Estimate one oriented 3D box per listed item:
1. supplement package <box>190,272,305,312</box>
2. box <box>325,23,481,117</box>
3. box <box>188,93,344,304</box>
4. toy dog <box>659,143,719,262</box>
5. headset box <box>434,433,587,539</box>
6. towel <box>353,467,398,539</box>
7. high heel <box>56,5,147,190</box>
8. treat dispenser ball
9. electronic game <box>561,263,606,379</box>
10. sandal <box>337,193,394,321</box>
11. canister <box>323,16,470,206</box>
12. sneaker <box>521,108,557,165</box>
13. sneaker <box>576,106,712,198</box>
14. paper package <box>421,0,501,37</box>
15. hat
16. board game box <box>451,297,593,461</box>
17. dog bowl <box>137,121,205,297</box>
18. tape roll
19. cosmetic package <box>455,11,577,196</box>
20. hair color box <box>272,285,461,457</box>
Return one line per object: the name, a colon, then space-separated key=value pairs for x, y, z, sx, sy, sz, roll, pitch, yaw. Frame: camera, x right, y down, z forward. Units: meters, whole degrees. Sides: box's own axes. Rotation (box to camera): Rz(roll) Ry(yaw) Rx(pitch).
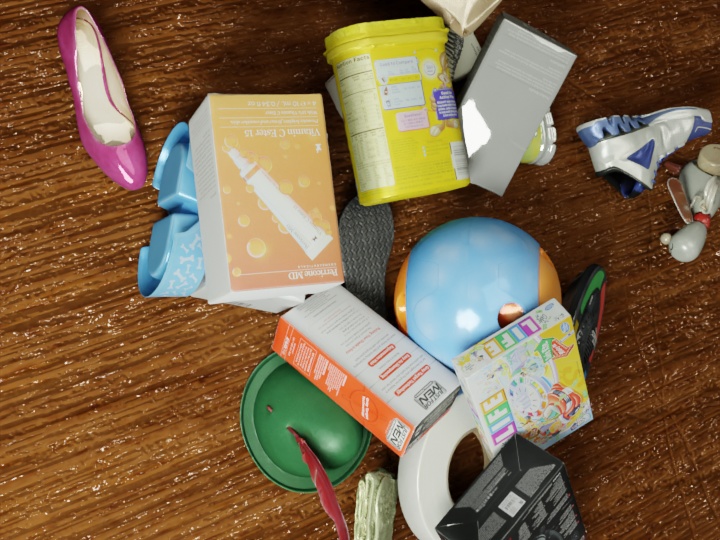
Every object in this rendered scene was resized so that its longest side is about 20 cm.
supplement package: x=-0.117 y=-0.064 z=1.087 sx=0.113 sy=0.109 sz=0.202 roll=13 pitch=77 yaw=-20
box: x=0.060 y=-0.255 z=1.215 sx=0.199 sy=0.068 sz=0.083 roll=-33 pitch=96 yaw=-24
box: x=-0.100 y=-0.074 z=0.982 sx=0.124 sy=0.097 sz=0.202 roll=-5 pitch=84 yaw=-23
toy dog: x=0.463 y=-0.104 z=1.341 sx=0.200 sy=0.096 sz=0.133 roll=-39 pitch=140 yaw=-51
headset box: x=0.183 y=0.311 z=1.100 sx=0.149 sy=0.077 sz=0.201 roll=-45 pitch=138 yaw=-18
towel: x=0.017 y=0.296 z=1.045 sx=0.036 sy=0.200 sz=0.150 roll=4 pitch=79 yaw=6
high heel: x=-0.282 y=-0.190 z=1.046 sx=0.067 sy=0.096 sz=0.201 roll=-18 pitch=88 yaw=-24
treat dispenser ball: x=0.140 y=0.037 z=1.128 sx=0.199 sy=0.201 sz=0.203 roll=4 pitch=80 yaw=-22
electronic game: x=0.280 y=0.090 z=1.204 sx=0.041 sy=0.200 sz=0.201 roll=14 pitch=71 yaw=24
sandal: x=0.000 y=0.000 z=1.168 sx=0.075 sy=0.045 sz=0.202 roll=-1 pitch=96 yaw=-17
canister: x=0.047 y=-0.187 z=1.117 sx=0.148 sy=0.086 sz=0.202 roll=-12 pitch=92 yaw=-25
sneaker: x=0.204 y=-0.239 z=1.269 sx=0.090 sy=0.078 sz=0.202 roll=-9 pitch=85 yaw=-21
sneaker: x=0.406 y=-0.165 z=1.347 sx=0.198 sy=0.081 sz=0.116 roll=-10 pitch=89 yaw=-17
paper package: x=0.109 y=-0.409 z=1.181 sx=0.190 sy=0.103 sz=0.200 roll=41 pitch=30 yaw=-7
hat: x=-0.029 y=0.176 z=1.047 sx=0.165 sy=0.176 sz=0.201 roll=-28 pitch=93 yaw=-22
board game box: x=0.189 y=0.137 z=1.071 sx=0.134 sy=0.034 sz=0.201 roll=-30 pitch=134 yaw=-6
dog bowl: x=-0.199 y=-0.064 z=1.055 sx=0.049 sy=0.111 sz=0.202 roll=14 pitch=76 yaw=-29
tape roll: x=0.129 y=0.243 z=1.146 sx=0.202 sy=0.037 sz=0.205 roll=0 pitch=90 yaw=-40
cosmetic package: x=0.177 y=-0.208 z=1.189 sx=0.106 sy=0.090 sz=0.201 roll=27 pitch=111 yaw=-5
hair color box: x=0.007 y=0.108 z=1.075 sx=0.200 sy=0.061 sz=0.101 roll=37 pitch=45 yaw=20
